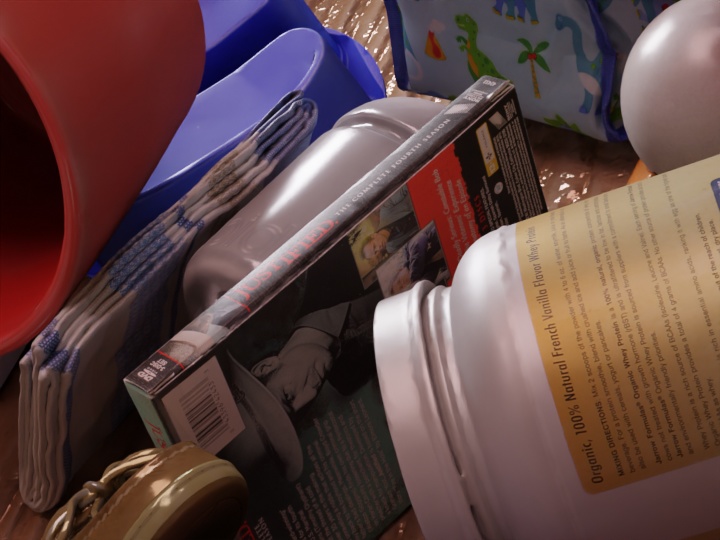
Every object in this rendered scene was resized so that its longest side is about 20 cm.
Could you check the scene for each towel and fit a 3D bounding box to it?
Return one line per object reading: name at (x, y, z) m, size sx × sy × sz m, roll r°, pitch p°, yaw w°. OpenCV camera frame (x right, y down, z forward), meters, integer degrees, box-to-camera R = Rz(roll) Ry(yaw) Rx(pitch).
towel at (-0.090, 0.016, 0.881) m, size 0.024 × 0.147 × 0.200 m, roll 35°, pitch 57°, yaw 12°

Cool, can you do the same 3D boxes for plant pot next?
plant pot at (-0.171, -0.086, 0.862) m, size 0.198 × 0.202 × 0.177 m, roll -6°, pitch 24°, yaw 29°

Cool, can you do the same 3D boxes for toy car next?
toy car at (0.188, -0.103, 0.854) m, size 0.200 × 0.184 × 0.177 m, roll -35°, pitch 17°, yaw 46°

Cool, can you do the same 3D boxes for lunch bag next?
lunch bag at (0.132, -0.169, 0.996) m, size 0.199 × 0.129 × 0.169 m, roll -31°, pitch 34°, yaw -31°

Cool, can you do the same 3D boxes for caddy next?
caddy at (-0.082, -0.072, 1.018) m, size 0.199 × 0.105 × 0.142 m, roll -32°, pitch 53°, yaw 1°

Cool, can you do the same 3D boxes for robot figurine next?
robot figurine at (0.000, 0.000, 0.840) m, size 0.200 × 0.113 × 0.170 m, roll -44°, pitch 1°, yaw -27°

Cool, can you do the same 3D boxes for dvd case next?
dvd case at (0.006, 0.035, 0.758) m, size 0.022 × 0.147 × 0.200 m, roll 25°, pitch 58°, yaw 42°

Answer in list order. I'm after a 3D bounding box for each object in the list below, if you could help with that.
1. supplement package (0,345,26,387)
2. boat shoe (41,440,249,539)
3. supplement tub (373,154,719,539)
supplement package at (-0.239, -0.044, 1.034) m, size 0.110 × 0.157 × 0.201 m, roll -5°, pitch 37°, yaw 26°
boat shoe at (-0.102, 0.108, 0.703) m, size 0.073 × 0.063 × 0.201 m, roll -31°, pitch -12°, yaw -32°
supplement tub at (0.116, 0.038, 0.675) m, size 0.198 × 0.145 × 0.145 m, roll -18°, pitch 32°, yaw 11°
